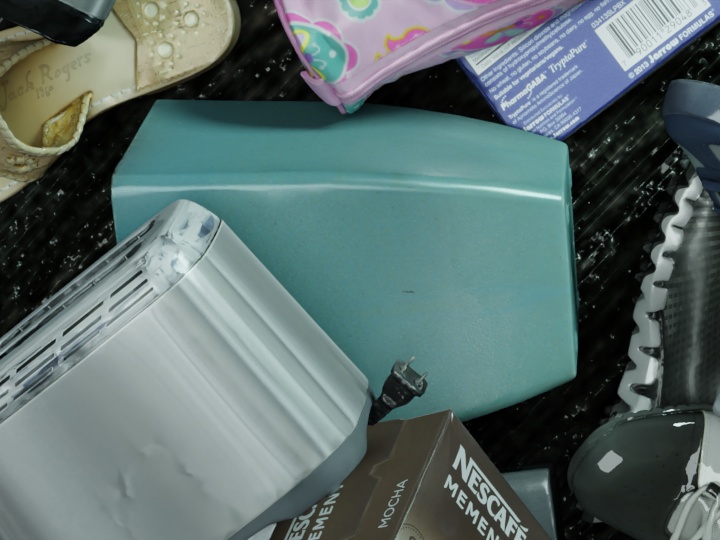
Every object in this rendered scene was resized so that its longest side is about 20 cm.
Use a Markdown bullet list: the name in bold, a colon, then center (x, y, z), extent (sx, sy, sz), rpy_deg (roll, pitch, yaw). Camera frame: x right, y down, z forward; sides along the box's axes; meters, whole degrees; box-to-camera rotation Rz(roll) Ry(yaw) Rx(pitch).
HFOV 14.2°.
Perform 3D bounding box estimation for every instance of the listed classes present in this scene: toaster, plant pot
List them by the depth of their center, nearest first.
- **toaster**: center (-0.086, 0.061, 1.235), extent (0.200, 0.114, 0.129), rpy_deg (-37, 100, 15)
- **plant pot**: center (0.000, 0.000, 1.342), extent (0.199, 0.141, 0.142), rpy_deg (-3, 108, 5)

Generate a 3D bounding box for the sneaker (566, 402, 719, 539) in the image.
- **sneaker**: center (0.191, 0.123, 1.313), extent (0.199, 0.089, 0.074), rpy_deg (17, 119, -11)

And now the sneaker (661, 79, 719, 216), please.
- **sneaker**: center (0.198, -0.008, 1.301), extent (0.200, 0.070, 0.082), rpy_deg (36, 80, -27)

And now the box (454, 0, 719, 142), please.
- **box**: center (0.070, -0.167, 1.376), extent (0.121, 0.032, 0.200), rpy_deg (-37, 89, 11)

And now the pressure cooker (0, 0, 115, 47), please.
- **pressure cooker**: center (-0.157, -0.223, 1.335), extent (0.175, 0.179, 0.201), rpy_deg (27, 93, 9)

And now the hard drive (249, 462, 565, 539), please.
- **hard drive**: center (0.005, 0.175, 1.417), extent (0.199, 0.033, 0.140), rpy_deg (-8, 94, 11)

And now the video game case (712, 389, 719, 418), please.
- **video game case**: center (0.263, 0.006, 1.293), extent (0.022, 0.200, 0.183), rpy_deg (34, 102, 48)

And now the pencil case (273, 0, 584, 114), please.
- **pencil case**: center (0.059, -0.144, 1.321), extent (0.199, 0.087, 0.088), rpy_deg (-23, 91, 11)

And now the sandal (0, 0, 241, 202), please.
- **sandal**: center (-0.160, -0.087, 1.404), extent (0.211, 0.070, 0.078), rpy_deg (-27, 90, 11)

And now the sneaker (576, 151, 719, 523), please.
- **sneaker**: center (0.168, 0.033, 1.362), extent (0.090, 0.066, 0.201), rpy_deg (15, 101, 6)

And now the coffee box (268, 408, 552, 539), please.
- **coffee box**: center (0.045, 0.173, 1.279), extent (0.080, 0.113, 0.200), rpy_deg (-15, 124, 38)
